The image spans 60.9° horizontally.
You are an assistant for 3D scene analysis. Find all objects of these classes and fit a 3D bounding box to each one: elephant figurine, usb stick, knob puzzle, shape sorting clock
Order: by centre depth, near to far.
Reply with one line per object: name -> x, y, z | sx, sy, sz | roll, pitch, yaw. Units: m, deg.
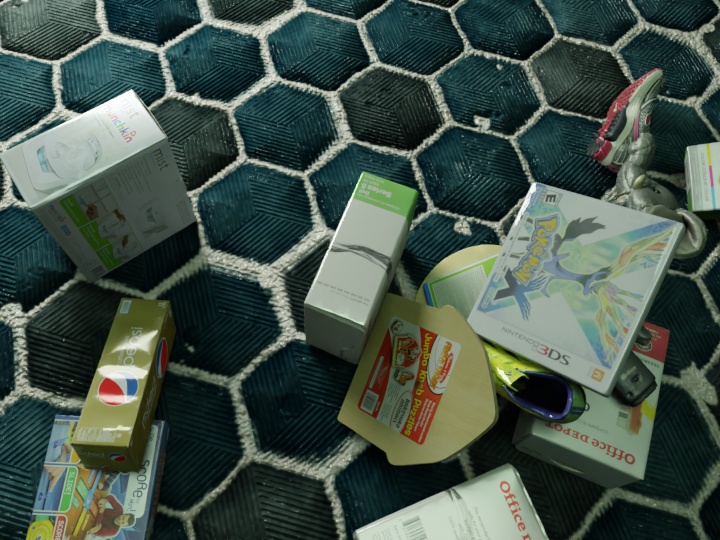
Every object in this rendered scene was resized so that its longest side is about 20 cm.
knob puzzle -> 0.081, 0.140, 0.737 | 0.217, 0.030, 0.223 | -14, 66, 33
usb stick -> 0.279, 0.074, 0.750 | 0.055, 0.033, 0.201 | -34, 77, -21
elephant figurine -> 0.353, -0.046, 0.766 | 0.199, 0.156, 0.141 | -38, 32, -8
shape sorting clock -> 0.164, 0.061, 0.816 | 0.197, 0.039, 0.203 | -11, 66, 24

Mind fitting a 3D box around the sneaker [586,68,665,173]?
sneaker -> 0.440, -0.240, 0.989 | 0.074, 0.081, 0.201 | 35, 75, -4

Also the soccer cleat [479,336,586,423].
soccer cleat -> 0.167, 0.117, 0.721 | 0.198, 0.083, 0.066 | 23, 95, 28

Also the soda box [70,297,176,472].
soda box -> -0.278, 0.133, 0.737 | 0.063, 0.068, 0.202 | 4, 49, -3

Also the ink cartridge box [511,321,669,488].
ink cartridge box -> 0.297, 0.153, 0.788 | 0.143, 0.084, 0.202 | 21, 66, 6

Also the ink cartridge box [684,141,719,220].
ink cartridge box -> 0.592, -0.138, 0.901 | 0.197, 0.059, 0.106 | -4, 78, 24

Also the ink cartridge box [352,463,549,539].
ink cartridge box -> 0.108, 0.329, 0.692 | 0.197, 0.085, 0.146 | -19, 68, -11

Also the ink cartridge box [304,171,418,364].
ink cartridge box -> 0.000, 0.000, 0.803 | 0.083, 0.146, 0.202 | 20, 65, 6

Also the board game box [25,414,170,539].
board game box -> -0.307, 0.276, 0.714 | 0.133, 0.035, 0.203 | 4, 65, -3

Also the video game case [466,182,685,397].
video game case -> 0.237, 0.013, 0.699 | 0.181, 0.022, 0.202 | 24, 86, 37

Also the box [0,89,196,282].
box -> -0.324, -0.101, 0.798 | 0.176, 0.201, 0.097 | -35, 71, -17
